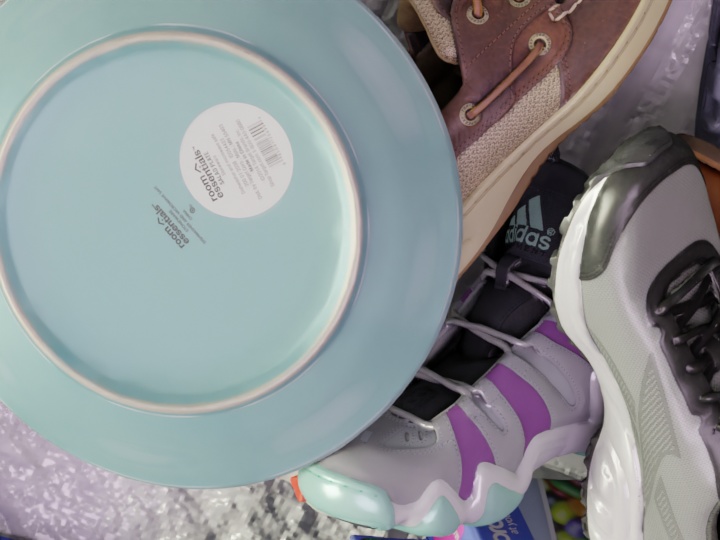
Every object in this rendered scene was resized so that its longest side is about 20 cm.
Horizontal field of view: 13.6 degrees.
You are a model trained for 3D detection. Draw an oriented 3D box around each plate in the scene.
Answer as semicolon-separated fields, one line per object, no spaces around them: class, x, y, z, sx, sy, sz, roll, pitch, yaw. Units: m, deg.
plate;-0.064;-0.018;1.066;0.199;0.026;0.201;2;101;10

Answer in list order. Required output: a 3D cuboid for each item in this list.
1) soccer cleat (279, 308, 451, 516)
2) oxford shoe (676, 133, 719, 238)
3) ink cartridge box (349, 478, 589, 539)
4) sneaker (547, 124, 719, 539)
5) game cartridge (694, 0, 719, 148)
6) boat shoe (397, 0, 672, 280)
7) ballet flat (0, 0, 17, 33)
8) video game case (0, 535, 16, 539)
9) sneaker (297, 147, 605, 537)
soccer cleat;0.000;0.000;1.174;0.077;0.069;0.201;-12;115;-27
oxford shoe;0.175;0.033;1.131;0.071;0.071;0.200;-42;86;-4
ink cartridge box;0.105;0.131;1.185;0.199;0.120;0.042;2;124;-18
sneaker;0.122;0.036;1.104;0.074;0.079;0.201;-37;130;-33
game cartridge;0.203;-0.129;1.122;0.132;0.041;0.201;6;118;-1
boat shoe;0.045;-0.081;1.094;0.072;0.072;0.200;37;91;-29
ballet flat;-0.131;-0.081;1.118;0.068;0.068;0.201;-24;116;9
video game case;-0.100;0.216;1.290;0.199;0.046;0.182;16;116;-10
sneaker;0.054;0.013;1.137;0.078;0.200;0.141;19;116;38
